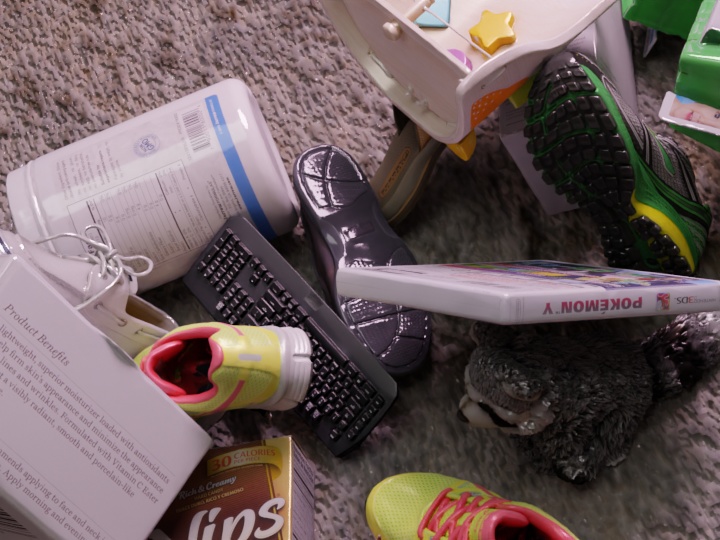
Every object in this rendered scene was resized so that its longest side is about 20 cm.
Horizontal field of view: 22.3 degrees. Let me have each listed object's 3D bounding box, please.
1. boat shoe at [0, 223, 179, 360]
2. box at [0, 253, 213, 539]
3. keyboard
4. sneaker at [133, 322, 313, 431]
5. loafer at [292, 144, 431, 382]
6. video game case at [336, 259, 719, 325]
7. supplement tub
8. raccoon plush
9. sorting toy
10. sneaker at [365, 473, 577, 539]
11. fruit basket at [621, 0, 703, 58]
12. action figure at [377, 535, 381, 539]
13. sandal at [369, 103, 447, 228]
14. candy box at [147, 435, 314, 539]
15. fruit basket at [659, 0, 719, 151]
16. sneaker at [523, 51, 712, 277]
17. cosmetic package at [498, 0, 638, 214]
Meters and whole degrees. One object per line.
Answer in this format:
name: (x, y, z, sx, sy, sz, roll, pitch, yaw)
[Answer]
boat shoe: (-0.192, 0.011, 1.336, 0.086, 0.202, 0.075, -38, 49, 6)
box: (-0.247, 0.101, 1.260, 0.200, 0.199, 0.131, -2, 48, 54)
keyboard: (-0.066, 0.057, 1.334, 0.200, 0.040, 0.104, 46, 113, 27)
sneaker: (-0.126, 0.071, 1.300, 0.200, 0.090, 0.078, -20, 69, 46)
loafer: (0.000, 0.000, 1.381, 0.072, 0.063, 0.200, -14, 65, -16)
video game case: (0.111, 0.013, 1.227, 0.182, 0.023, 0.200, -2, 5, -31)
supplement tub: (-0.160, -0.057, 1.428, 0.200, 0.132, 0.132, -22, 51, 4)
raccoon plush: (0.152, 0.049, 1.234, 0.200, 0.134, 0.097, -43, 52, -14)
sorting toy: (0.096, -0.187, 1.317, 0.180, 0.107, 0.200, -35, 47, -11)
sneaker: (0.084, 0.174, 1.187, 0.200, 0.090, 0.078, 20, 65, 32)
fruit basket: (0.271, -0.288, 1.420, 0.094, 0.185, 0.200, 23, 62, -1)
action figure: (0.015, 0.255, 1.161, 0.065, 0.099, 0.200, -24, 48, 0)
sandal: (0.045, -0.125, 1.401, 0.200, 0.054, 0.080, -59, 22, 9)
candy box: (-0.094, 0.218, 1.251, 0.117, 0.056, 0.200, -11, 50, 13)
fruit basket: (0.322, -0.137, 1.262, 0.200, 0.094, 0.185, 10, 40, 19)
sneaker: (0.183, -0.076, 1.289, 0.078, 0.200, 0.085, -7, 40, 40)
cosmetic package: (0.160, -0.158, 1.400, 0.085, 0.108, 0.200, -16, 49, 20)
